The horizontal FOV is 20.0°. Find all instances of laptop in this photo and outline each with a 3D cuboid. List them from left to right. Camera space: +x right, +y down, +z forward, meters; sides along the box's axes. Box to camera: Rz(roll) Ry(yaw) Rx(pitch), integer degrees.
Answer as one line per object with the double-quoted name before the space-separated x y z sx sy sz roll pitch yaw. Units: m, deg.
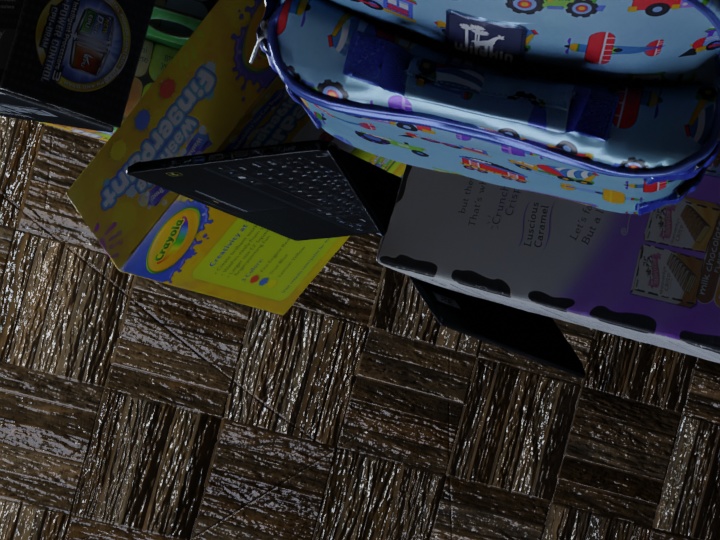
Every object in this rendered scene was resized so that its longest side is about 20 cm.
"laptop" 0.000 0.000 1.109 0.198 0.104 0.177 -5 166 30

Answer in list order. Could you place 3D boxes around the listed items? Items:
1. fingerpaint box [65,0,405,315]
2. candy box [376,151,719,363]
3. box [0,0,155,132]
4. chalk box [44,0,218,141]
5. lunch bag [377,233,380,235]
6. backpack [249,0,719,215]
"fingerpaint box" -0.051 -0.081 1.224 0.166 0.200 0.073 16 -151 -54
"candy box" 0.124 -0.057 0.931 0.199 0.169 0.071 15 177 35
"box" -0.120 -0.135 0.694 0.044 0.162 0.199 18 177 -33
"chalk box" -0.141 -0.144 1.301 0.124 0.125 0.200 16 179 -20
"lunch bag" 0.030 -0.091 1.633 0.169 0.128 0.200 20 -176 -35
"backpack" 0.051 -0.104 0.633 0.181 0.136 0.200 14 176 3
